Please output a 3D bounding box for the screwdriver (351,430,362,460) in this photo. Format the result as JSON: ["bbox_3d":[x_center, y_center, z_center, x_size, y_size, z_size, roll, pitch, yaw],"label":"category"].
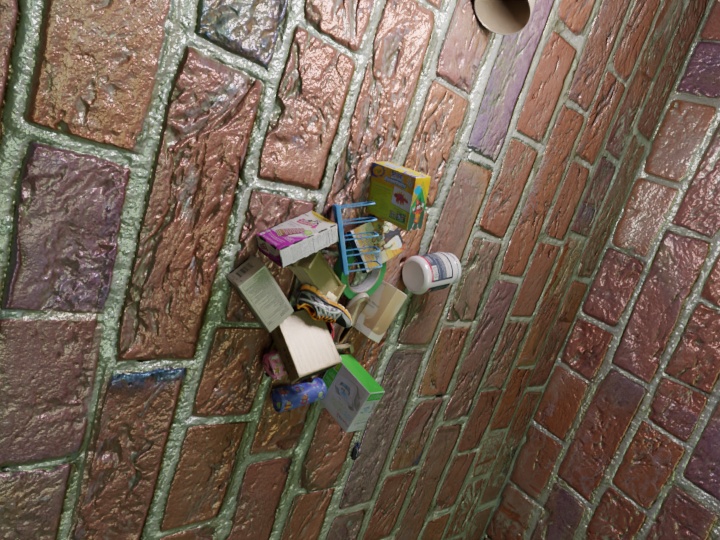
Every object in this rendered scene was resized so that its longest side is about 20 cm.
[{"bbox_3d":[-0.001,0.693,2.140,0.029,0.028,0.203,15,106,-15],"label":"screwdriver"}]

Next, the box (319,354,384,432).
[{"bbox_3d":[-0.041,0.427,1.822,0.096,0.200,0.178,11,116,-51],"label":"box"}]

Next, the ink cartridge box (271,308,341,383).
[{"bbox_3d":[-0.173,0.228,1.625,0.163,0.202,0.075,-12,160,-37],"label":"ink cartridge box"}]

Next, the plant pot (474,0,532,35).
[{"bbox_3d":[0.490,-0.901,1.666,0.202,0.186,0.188,-60,138,-19],"label":"plant pot"}]

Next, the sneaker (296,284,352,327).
[{"bbox_3d":[-0.116,0.128,1.631,0.199,0.078,0.078,34,60,-10],"label":"sneaker"}]

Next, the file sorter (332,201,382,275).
[{"bbox_3d":[-0.010,-0.103,1.570,0.121,0.139,0.203,-7,100,-6],"label":"file sorter"}]

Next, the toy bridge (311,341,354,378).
[{"bbox_3d":[-0.105,0.303,1.845,0.199,0.027,0.068,-29,128,-29],"label":"toy bridge"}]

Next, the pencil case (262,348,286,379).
[{"bbox_3d":[-0.215,0.279,1.670,0.198,0.082,0.088,-19,118,-37],"label":"pencil case"}]

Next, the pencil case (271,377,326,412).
[{"bbox_3d":[-0.212,0.420,1.767,0.198,0.086,0.079,-5,111,-42],"label":"pencil case"}]

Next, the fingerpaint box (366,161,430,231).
[{"bbox_3d":[0.116,-0.238,1.639,0.073,0.199,0.169,-10,118,-39],"label":"fingerpaint box"}]

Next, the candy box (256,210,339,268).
[{"bbox_3d":[-0.179,-0.094,1.492,0.198,0.136,0.062,-27,128,-30],"label":"candy box"}]

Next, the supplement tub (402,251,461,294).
[{"bbox_3d":[0.267,0.006,1.946,0.198,0.140,0.142,-9,118,-39],"label":"supplement tub"}]

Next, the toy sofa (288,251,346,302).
[{"bbox_3d":[-0.136,0.014,1.634,0.083,0.097,0.201,-59,138,-27],"label":"toy sofa"}]

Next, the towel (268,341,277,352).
[{"bbox_3d":[-0.214,0.259,1.733,0.199,0.018,0.087,30,84,-45],"label":"towel"}]

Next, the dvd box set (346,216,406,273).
[{"bbox_3d":[0.055,-0.098,1.719,0.199,0.029,0.148,-29,102,-37],"label":"dvd box set"}]

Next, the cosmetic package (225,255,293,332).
[{"bbox_3d":[-0.290,0.069,1.511,0.103,0.087,0.201,-41,132,-20],"label":"cosmetic package"}]

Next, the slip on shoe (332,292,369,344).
[{"bbox_3d":[-0.033,0.164,1.774,0.200,0.061,0.076,-47,145,11],"label":"slip on shoe"}]

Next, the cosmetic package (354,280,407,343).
[{"bbox_3d":[0.068,0.144,1.865,0.071,0.105,0.202,34,86,-46],"label":"cosmetic package"}]

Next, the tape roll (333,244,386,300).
[{"bbox_3d":[0.000,0.000,1.767,0.199,0.048,0.203,-21,125,-33],"label":"tape roll"}]

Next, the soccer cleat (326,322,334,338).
[{"bbox_3d":[-0.116,0.233,1.748,0.066,0.076,0.203,-23,117,-32],"label":"soccer cleat"}]
